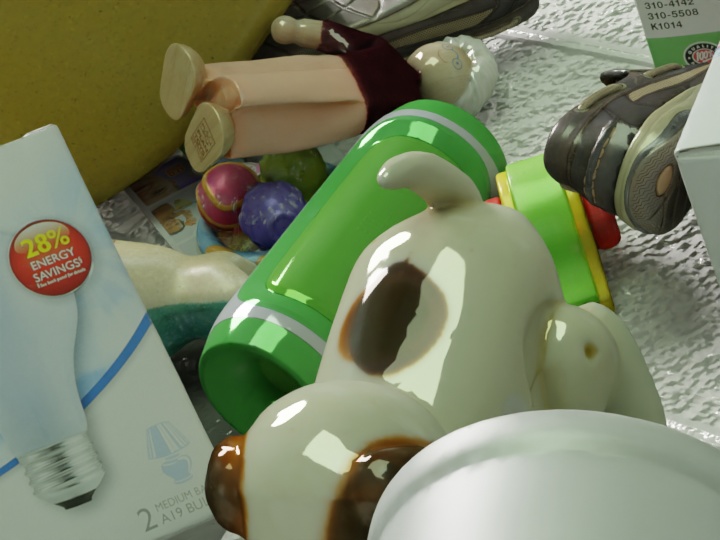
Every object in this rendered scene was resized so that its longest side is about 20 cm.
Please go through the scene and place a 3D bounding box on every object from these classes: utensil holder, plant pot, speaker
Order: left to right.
[{"bbox_3d":[-0.173,-0.150,1.436,0.200,0.194,0.195,-61,19,-1],"label":"plant pot"},{"bbox_3d":[0.000,0.000,1.239,0.088,0.089,0.200,4,41,35],"label":"speaker"},{"bbox_3d":[0.073,0.176,0.863,0.169,0.170,0.200,-11,36,18],"label":"utensil holder"}]

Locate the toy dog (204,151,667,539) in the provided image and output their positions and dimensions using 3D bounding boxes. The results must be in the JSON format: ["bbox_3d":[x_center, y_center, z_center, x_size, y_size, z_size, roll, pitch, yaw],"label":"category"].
[{"bbox_3d":[0.027,0.067,1.035,0.139,0.194,0.200,10,35,28],"label":"toy dog"}]

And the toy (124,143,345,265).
[{"bbox_3d":[-0.059,-0.047,1.378,0.115,0.047,0.200,-30,33,-10],"label":"toy"}]

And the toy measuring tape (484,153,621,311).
[{"bbox_3d":[0.098,-0.004,1.199,0.073,0.074,0.200,-18,32,7],"label":"toy measuring tape"}]

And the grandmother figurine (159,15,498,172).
[{"bbox_3d":[-0.007,-0.097,1.355,0.200,0.122,0.061,-12,-17,-34],"label":"grandmother figurine"}]

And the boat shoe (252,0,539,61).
[{"bbox_3d":[0.016,-0.139,1.444,0.200,0.073,0.075,-20,38,15],"label":"boat shoe"}]

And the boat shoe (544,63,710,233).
[{"bbox_3d":[0.146,-0.074,1.189,0.073,0.075,0.200,23,17,18],"label":"boat shoe"}]

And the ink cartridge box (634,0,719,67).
[{"bbox_3d":[0.209,-0.198,1.289,0.146,0.200,0.084,-6,35,25],"label":"ink cartridge box"}]

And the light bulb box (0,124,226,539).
[{"bbox_3d":[-0.189,0.071,1.093,0.198,0.125,0.200,-22,75,-22],"label":"light bulb box"}]

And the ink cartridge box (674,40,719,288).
[{"bbox_3d":[0.224,-0.061,1.132,0.083,0.146,0.200,-4,37,29],"label":"ink cartridge box"}]

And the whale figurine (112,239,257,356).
[{"bbox_3d":[-0.148,0.037,1.274,0.199,0.104,0.159,-6,8,-1],"label":"whale figurine"}]
